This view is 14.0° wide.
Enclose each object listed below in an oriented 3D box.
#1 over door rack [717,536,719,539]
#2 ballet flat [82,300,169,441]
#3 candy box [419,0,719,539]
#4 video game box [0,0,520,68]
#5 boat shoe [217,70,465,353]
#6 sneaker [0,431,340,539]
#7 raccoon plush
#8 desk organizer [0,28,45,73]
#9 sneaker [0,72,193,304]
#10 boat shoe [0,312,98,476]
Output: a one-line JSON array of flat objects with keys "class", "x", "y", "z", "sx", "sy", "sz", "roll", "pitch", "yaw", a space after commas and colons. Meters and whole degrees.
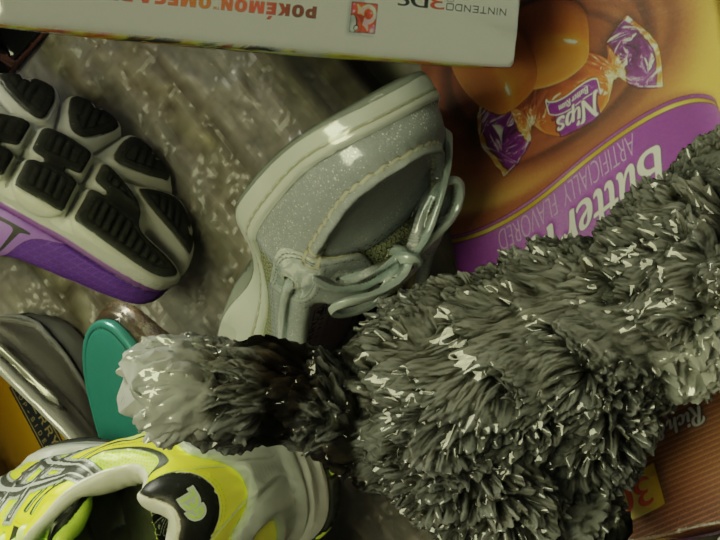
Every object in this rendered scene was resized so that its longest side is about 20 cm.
[{"class": "over door rack", "x": 0.088, "y": 0.165, "z": 0.944, "sx": 0.199, "sy": 0.067, "sz": 0.148, "roll": -21, "pitch": 100, "yaw": 34}, {"class": "ballet flat", "x": -0.038, "y": 0.100, "z": 1.058, "sx": 0.068, "sy": 0.067, "sz": 0.201, "roll": -30, "pitch": 80, "yaw": 53}, {"class": "candy box", "x": 0.093, "y": -0.010, "z": 0.980, "sx": 0.116, "sy": 0.056, "sz": 0.201, "roll": -15, "pitch": 82, "yaw": 32}, {"class": "video game box", "x": -0.073, "y": -0.098, "z": 0.976, "sx": 0.200, "sy": 0.181, "sz": 0.047, "roll": 14, "pitch": 102, "yaw": 61}, {"class": "boat shoe", "x": -0.001, "y": 0.001, "z": 0.989, "sx": 0.065, "sy": 0.074, "sz": 0.202, "roll": 52, "pitch": 153, "yaw": 16}, {"class": "sneaker", "x": -0.099, "y": 0.092, "z": 1.008, "sx": 0.200, "sy": 0.076, "sz": 0.076, "roll": -31, "pitch": 81, "yaw": 39}, {"class": "raccoon plush", "x": 0.044, "y": 0.018, "z": 0.873, "sx": 0.134, "sy": 0.199, "sz": 0.097, "roll": -58, "pitch": 48, "yaw": 33}, {"class": "desk organizer", "x": -0.194, "y": -0.089, "z": 1.164, "sx": 0.200, "sy": 0.072, "sz": 0.077, "roll": -46, "pitch": 68, "yaw": 25}, {"class": "sneaker", "x": -0.159, "y": -0.032, "z": 1.113, "sx": 0.199, "sy": 0.081, "sz": 0.084, "roll": 21, "pitch": 122, "yaw": 2}, {"class": "boat shoe", "x": -0.104, "y": 0.099, "z": 1.101, "sx": 0.071, "sy": 0.070, "sz": 0.200, "roll": -42, "pitch": 67, "yaw": 26}]
